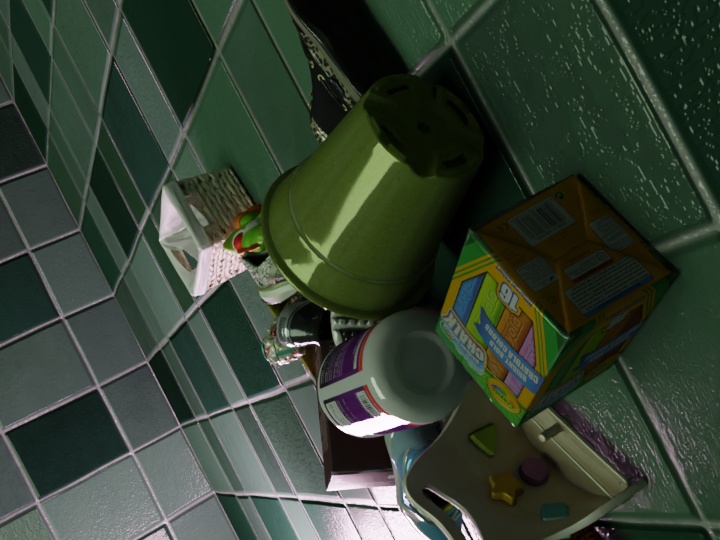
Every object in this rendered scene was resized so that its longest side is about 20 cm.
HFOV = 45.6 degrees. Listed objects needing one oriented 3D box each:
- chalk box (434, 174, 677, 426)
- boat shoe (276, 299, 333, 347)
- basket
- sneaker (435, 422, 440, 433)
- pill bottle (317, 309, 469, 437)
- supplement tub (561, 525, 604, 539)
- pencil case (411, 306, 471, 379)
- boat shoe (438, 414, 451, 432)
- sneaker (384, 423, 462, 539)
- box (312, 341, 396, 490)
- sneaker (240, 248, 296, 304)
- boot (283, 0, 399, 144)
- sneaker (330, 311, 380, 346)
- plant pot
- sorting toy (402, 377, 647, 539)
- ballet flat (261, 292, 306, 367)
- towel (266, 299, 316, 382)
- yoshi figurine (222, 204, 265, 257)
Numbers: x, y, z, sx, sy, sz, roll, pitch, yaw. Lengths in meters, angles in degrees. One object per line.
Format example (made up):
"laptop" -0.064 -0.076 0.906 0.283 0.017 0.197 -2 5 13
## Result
"chalk box" 0.156 0.042 0.750 0.124 0.125 0.200 51 154 26
"boat shoe" -0.029 0.054 1.077 0.056 0.200 0.069 5 107 29
"basket" -0.256 -0.067 1.454 0.136 0.123 0.200 57 154 14
"sneaker" 0.077 0.187 1.104 0.085 0.078 0.200 49 153 29
"pill bottle" 0.024 0.115 0.904 0.113 0.112 0.200 62 153 4
"supplement tub" 0.205 0.304 0.932 0.200 0.107 0.107 49 152 28
"pencil case" 0.073 0.081 1.004 0.083 0.087 0.200 26 174 -29
"boat shoe" 0.134 0.220 1.041 0.070 0.071 0.200 -2 119 61
"sneaker" 0.087 0.272 0.991 0.131 0.079 0.200 -123 11 -63
"box" -0.002 0.177 1.113 0.075 0.100 0.200 105 162 -55
"sneaker" -0.087 -0.024 1.127 0.200 0.077 0.089 -29 118 35
"boot" -0.040 -0.228 0.932 0.204 0.073 0.154 59 158 13
"sneaker" 0.000 0.000 1.021 0.081 0.075 0.201 170 109 -74
"plant pot" 0.025 -0.085 0.841 0.200 0.200 0.190 56 142 16
"sorting toy" 0.145 0.213 0.870 0.200 0.180 0.107 45 150 35
"ballet flat" -0.074 0.063 1.206 0.064 0.200 0.076 -11 121 27
"towel" -0.079 0.093 1.272 0.018 0.086 0.200 -12 128 22
"yoshi figurine" -0.128 -0.054 1.278 0.112 0.112 0.200 30 177 -16
